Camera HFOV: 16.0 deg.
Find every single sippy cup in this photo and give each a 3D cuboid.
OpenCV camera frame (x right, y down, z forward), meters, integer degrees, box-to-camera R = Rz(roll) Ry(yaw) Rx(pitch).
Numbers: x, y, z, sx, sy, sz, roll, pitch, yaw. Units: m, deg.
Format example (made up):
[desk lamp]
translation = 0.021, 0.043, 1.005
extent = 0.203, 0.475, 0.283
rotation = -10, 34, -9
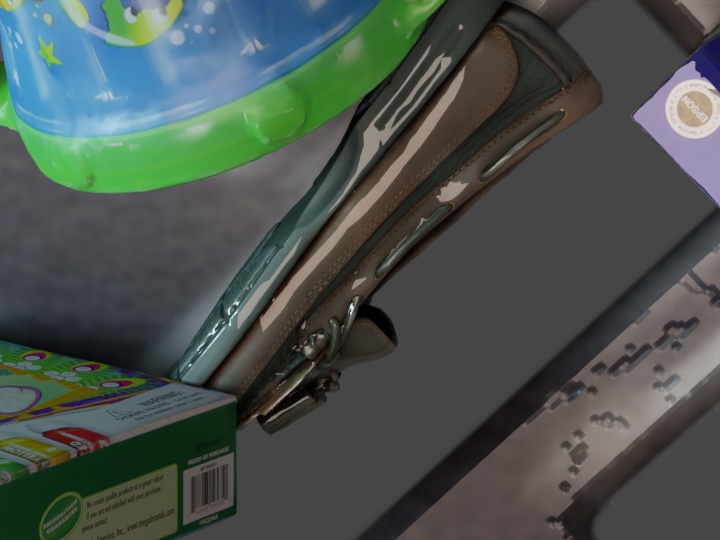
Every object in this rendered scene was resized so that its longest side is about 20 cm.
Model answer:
[sippy cup]
translation = -0.062, -0.114, 0.755
extent = 0.177, 0.140, 0.131
rotation = -30, 119, -10

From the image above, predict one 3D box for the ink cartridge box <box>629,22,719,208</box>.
[ink cartridge box]
translation = 0.184, -0.082, 0.788
extent = 0.095, 0.037, 0.200
rotation = 45, 108, -1

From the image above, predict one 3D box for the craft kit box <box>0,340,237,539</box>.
[craft kit box]
translation = -0.172, 0.059, 0.768
extent = 0.196, 0.199, 0.049
rotation = 8, 104, 32

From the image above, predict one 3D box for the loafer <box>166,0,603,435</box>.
[loafer]
translation = 0.000, 0.000, 0.823
extent = 0.063, 0.072, 0.201
rotation = 35, 104, -4
